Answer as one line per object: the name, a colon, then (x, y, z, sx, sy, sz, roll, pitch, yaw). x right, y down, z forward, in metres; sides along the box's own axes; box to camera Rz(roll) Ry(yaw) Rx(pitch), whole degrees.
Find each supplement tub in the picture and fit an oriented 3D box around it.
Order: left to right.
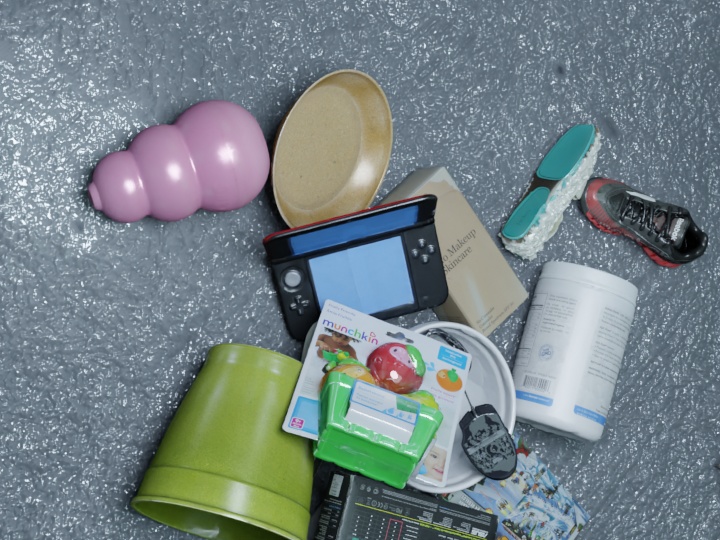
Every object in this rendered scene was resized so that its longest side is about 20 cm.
supplement tub: (0.266, 0.104, 1.681, 0.131, 0.132, 0.202, 22, 81, -24)

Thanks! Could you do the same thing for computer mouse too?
computer mouse: (0.125, 0.156, 1.556, 0.058, 0.034, 0.202, -26, 97, -3)

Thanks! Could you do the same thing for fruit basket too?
fruit basket: (0.026, 0.127, 1.451, 0.183, 0.094, 0.201, 21, 49, -2)

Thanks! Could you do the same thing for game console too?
game console: (0.000, 0.000, 1.510, 0.198, 0.119, 0.174, -14, 111, -1)

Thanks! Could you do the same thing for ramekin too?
ramekin: (0.079, 0.162, 1.604, 0.198, 0.105, 0.203, 0, 89, -25)

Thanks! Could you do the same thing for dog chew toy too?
dog chew toy: (-0.203, -0.111, 1.466, 0.198, 0.124, 0.126, -20, 98, -17)

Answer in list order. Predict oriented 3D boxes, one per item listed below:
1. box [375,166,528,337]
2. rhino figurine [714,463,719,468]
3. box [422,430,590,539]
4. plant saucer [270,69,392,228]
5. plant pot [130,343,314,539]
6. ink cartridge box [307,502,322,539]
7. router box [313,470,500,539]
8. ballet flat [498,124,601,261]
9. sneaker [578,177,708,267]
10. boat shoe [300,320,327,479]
box: (0.108, -0.020, 1.634, 0.095, 0.078, 0.201, -42, 107, -19)
rhino figurine: (0.561, 0.312, 1.860, 0.087, 0.060, 0.201, -35, 101, -11)
box: (0.187, 0.298, 1.692, 0.137, 0.040, 0.200, -48, 109, -19)
plant saucer: (-0.040, -0.138, 1.551, 0.199, 0.035, 0.203, -25, 125, -41)
plant pot: (-0.131, 0.191, 1.468, 0.199, 0.200, 0.195, 23, 69, -23)
ink cartridge box: (-0.010, 0.376, 1.538, 0.147, 0.144, 0.201, 44, 73, -18)
router box: (0.043, 0.316, 1.449, 0.198, 0.062, 0.152, 20, 78, -24)
ballet flat: (0.249, -0.097, 1.716, 0.072, 0.072, 0.201, 41, 78, -19)
sneaker: (0.379, -0.067, 1.755, 0.199, 0.098, 0.071, 29, 80, -21)
boat shoe: (-0.044, 0.160, 1.560, 0.060, 0.072, 0.204, 8, 99, -42)
